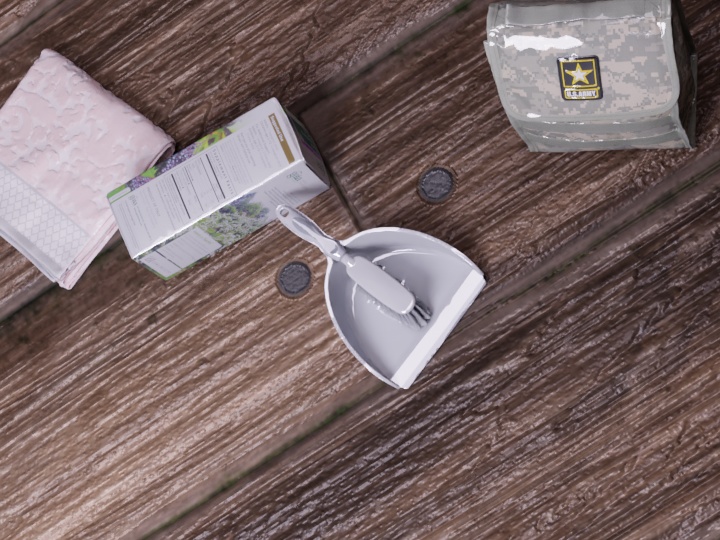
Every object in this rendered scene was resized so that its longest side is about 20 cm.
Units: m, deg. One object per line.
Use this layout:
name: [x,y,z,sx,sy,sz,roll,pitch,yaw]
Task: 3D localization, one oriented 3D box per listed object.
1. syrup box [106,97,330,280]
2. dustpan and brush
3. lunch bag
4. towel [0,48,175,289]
syrup box: [-0.138,-0.079,1.673,0.199,0.079,0.082,-30,66,9]
dustpan and brush: [0.000,0.000,1.609,0.200,0.057,0.140,36,89,25]
lunch bag: [0.208,-0.182,1.512,0.163,0.200,0.118,-1,73,19]
towel: [-0.315,-0.110,1.773,0.200,0.032,0.191,37,89,24]
